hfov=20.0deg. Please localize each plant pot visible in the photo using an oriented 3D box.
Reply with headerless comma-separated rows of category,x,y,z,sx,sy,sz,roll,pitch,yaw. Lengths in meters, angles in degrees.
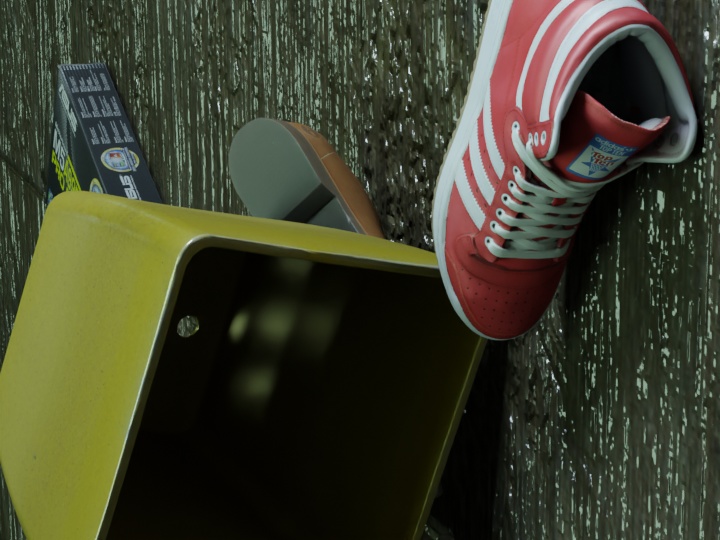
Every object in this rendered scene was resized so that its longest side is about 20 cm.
plant pot,-0.081,0.055,1.062,0.176,0.200,0.200,32,109,48

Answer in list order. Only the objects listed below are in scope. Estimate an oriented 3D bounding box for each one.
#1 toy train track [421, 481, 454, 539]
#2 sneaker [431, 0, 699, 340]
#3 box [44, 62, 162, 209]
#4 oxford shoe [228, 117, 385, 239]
toy train track,0.027,0.136,1.175,0.200,0.033,0.115,-144,43,-70
sneaker,0.088,-0.039,0.904,0.112,0.071,0.200,-123,36,-56
box,-0.221,-0.054,1.740,0.200,0.044,0.160,-116,28,-42
oxford shoe,0.000,0.000,1.169,0.071,0.071,0.200,-31,78,30
